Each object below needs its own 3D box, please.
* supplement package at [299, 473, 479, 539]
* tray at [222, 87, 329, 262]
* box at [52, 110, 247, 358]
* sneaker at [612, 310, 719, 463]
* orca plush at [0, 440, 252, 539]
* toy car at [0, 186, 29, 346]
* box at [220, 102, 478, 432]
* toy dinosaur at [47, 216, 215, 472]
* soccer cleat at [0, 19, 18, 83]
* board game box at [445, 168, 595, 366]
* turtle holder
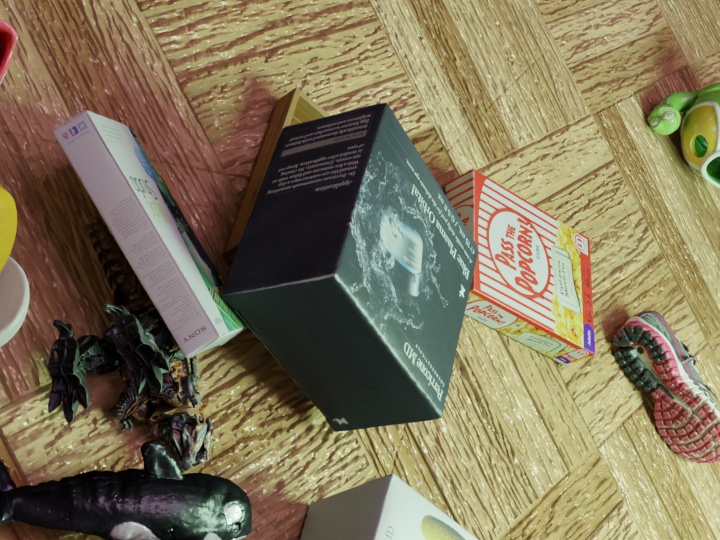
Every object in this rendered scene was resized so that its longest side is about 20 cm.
[{"bbox_3d":[0.046,0.281,1.106,0.200,0.109,0.114,40,46,-24],"label":"supplement package"},{"bbox_3d":[-0.059,-0.068,1.237,0.098,0.037,0.201,38,46,-26],"label":"tray"},{"bbox_3d":[-0.162,-0.028,1.042,0.201,0.036,0.144,60,4,1],"label":"box"},{"bbox_3d":[0.381,0.137,1.552,0.075,0.080,0.201,-34,95,-51],"label":"sneaker"},{"bbox_3d":[-0.168,0.152,0.955,0.198,0.105,0.072,13,98,-12],"label":"orca plush"},{"bbox_3d":[-0.319,0.011,0.850,0.149,0.176,0.201,22,59,11],"label":"toy car"},{"bbox_3d":[0.000,0.000,1.138,0.197,0.117,0.201,53,40,-38],"label":"box"},{"bbox_3d":[-0.177,0.064,1.022,0.200,0.102,0.136,50,18,7],"label":"toy dinosaur"},{"bbox_3d":[-0.319,-0.114,0.961,0.068,0.073,0.201,44,45,-22],"label":"soccer cleat"},{"bbox_3d":[0.175,-0.001,1.435,0.199,0.046,0.153,26,53,-35],"label":"board game box"},{"bbox_3d":[0.504,-0.191,1.805,0.185,0.140,0.132,42,46,-24],"label":"turtle holder"}]
